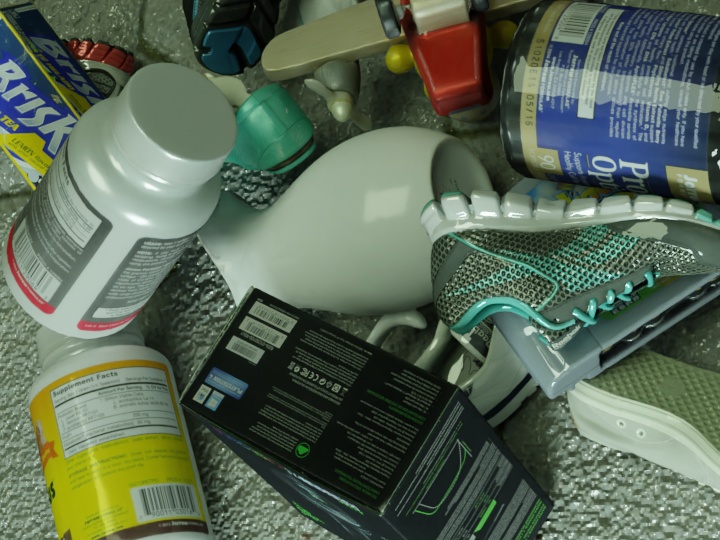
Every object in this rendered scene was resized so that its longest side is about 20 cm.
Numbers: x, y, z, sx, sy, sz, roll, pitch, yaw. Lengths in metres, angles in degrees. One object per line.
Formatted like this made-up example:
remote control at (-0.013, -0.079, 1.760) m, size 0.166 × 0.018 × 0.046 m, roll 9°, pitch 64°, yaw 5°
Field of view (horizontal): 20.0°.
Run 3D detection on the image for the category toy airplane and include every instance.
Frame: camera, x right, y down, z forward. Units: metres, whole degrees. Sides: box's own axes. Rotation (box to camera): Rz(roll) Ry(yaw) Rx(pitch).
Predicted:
toy airplane at (0.057, -0.170, 1.390) m, size 0.199 × 0.142 × 0.199 m, roll 14°, pitch 45°, yaw 42°

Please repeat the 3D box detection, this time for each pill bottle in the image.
pill bottle at (0.193, -0.099, 1.222) m, size 0.198 × 0.112 × 0.113 m, roll 10°, pitch 83°, yaw 24°
pill bottle at (-0.176, 0.130, 1.467) m, size 0.109 × 0.109 × 0.202 m, roll -28°, pitch 64°, yaw 24°
pill bottle at (-0.162, -0.049, 1.397) m, size 0.200 × 0.110 × 0.111 m, roll -49°, pitch 54°, yaw 44°

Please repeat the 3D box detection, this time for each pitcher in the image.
pitcher at (0.000, 0.000, 1.394) m, size 0.199 × 0.121 × 0.173 m, roll -19°, pitch 93°, yaw 35°

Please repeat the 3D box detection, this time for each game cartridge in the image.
game cartridge at (0.165, -0.023, 1.282) m, size 0.199 × 0.041 × 0.134 m, roll -33°, pitch 58°, yaw -7°

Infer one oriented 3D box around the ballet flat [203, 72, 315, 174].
ballet flat at (-0.092, -0.109, 1.449) m, size 0.067 × 0.071 × 0.200 m, roll -39°, pitch 17°, yaw -17°

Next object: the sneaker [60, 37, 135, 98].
sneaker at (-0.270, -0.128, 1.611) m, size 0.198 × 0.078 × 0.083 m, roll -7°, pitch 75°, yaw 31°

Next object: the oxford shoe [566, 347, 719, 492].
oxford shoe at (0.215, 0.104, 1.257) m, size 0.199 × 0.075 × 0.058 m, roll 23°, pitch 135°, yaw 27°

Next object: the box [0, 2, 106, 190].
box at (-0.223, -0.101, 1.531) m, size 0.070 × 0.064 × 0.201 m, roll -37°, pitch 90°, yaw 20°

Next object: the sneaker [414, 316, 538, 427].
sneaker at (0.111, 0.019, 1.327) m, size 0.201 × 0.080 × 0.076 m, roll -52°, pitch 54°, yaw 6°

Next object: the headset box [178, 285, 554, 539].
headset box at (0.009, 0.120, 1.302) m, size 0.173 × 0.200 × 0.093 m, roll 25°, pitch 75°, yaw 34°

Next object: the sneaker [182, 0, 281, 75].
sneaker at (-0.068, -0.239, 1.439) m, size 0.200 × 0.073 × 0.082 m, roll -52°, pitch 39°, yaw 20°

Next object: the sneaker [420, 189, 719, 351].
sneaker at (0.133, 0.004, 1.225) m, size 0.198 × 0.078 × 0.092 m, roll 1°, pitch 78°, yaw 16°

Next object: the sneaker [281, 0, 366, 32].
sneaker at (-0.049, -0.257, 1.507) m, size 0.080 × 0.070 × 0.202 m, roll -28°, pitch 65°, yaw 27°
